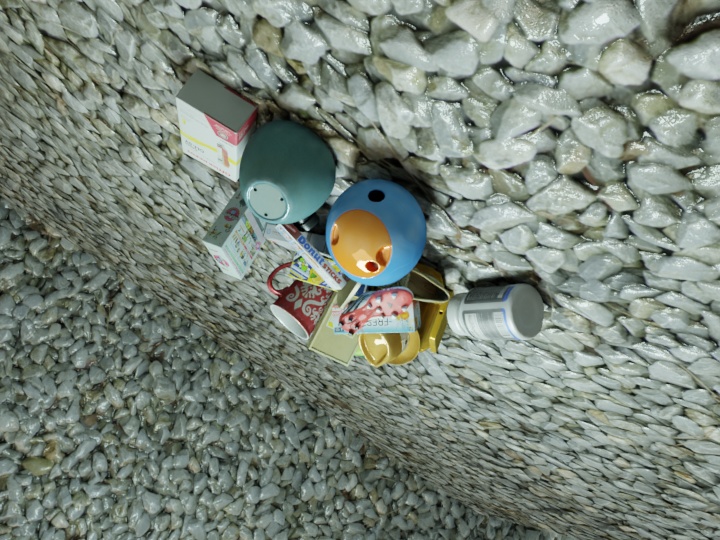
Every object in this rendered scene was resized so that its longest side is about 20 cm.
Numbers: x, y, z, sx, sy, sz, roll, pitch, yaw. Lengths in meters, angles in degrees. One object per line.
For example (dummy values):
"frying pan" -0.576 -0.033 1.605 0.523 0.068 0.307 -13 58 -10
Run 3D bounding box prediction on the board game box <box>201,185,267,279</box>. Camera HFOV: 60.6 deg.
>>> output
"board game box" -0.284 -0.104 1.500 0.063 0.203 0.149 19 155 21

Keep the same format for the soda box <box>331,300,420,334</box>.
"soda box" 0.036 0.102 1.391 0.195 0.070 0.063 -3 -173 20

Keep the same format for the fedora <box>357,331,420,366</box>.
"fedora" 0.048 0.166 1.485 0.197 0.082 0.204 21 133 23

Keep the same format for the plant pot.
"plant pot" -0.160 -0.171 1.214 0.195 0.136 0.204 10 130 12

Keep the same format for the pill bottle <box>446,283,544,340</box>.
"pill bottle" 0.286 0.092 1.333 0.113 0.115 0.198 41 155 -25

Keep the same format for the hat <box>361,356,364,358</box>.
"hat" 0.061 0.169 1.873 0.163 0.181 0.198 10 -172 33

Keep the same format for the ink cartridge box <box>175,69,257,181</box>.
"ink cartridge box" -0.298 -0.294 1.287 0.143 0.084 0.200 30 157 0

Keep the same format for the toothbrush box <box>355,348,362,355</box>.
"toothbrush box" 0.070 0.179 1.669 0.197 0.088 0.144 -16 162 37

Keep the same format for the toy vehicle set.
"toy vehicle set" -0.040 0.133 1.592 0.123 0.203 0.026 27 -177 -22

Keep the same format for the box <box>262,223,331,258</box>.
"box" -0.121 -0.062 1.531 0.196 0.042 0.155 13 173 34

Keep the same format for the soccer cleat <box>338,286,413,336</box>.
"soccer cleat" 0.032 0.070 1.293 0.198 0.086 0.069 -31 113 36

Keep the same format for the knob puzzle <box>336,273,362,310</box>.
"knob puzzle" 0.000 0.000 1.378 0.030 0.224 0.219 27 158 -13

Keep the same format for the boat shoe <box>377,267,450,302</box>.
"boat shoe" 0.107 0.023 1.317 0.196 0.075 0.062 15 -174 -31

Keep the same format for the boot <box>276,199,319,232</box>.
"boot" -0.183 -0.177 1.404 0.170 0.076 0.199 56 164 -23

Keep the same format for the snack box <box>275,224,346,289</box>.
"snack box" -0.113 -0.036 1.389 0.200 0.024 0.072 47 166 -10

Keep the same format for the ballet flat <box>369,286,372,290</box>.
"ballet flat" 0.038 0.092 1.664 0.200 0.068 0.068 44 -168 -30

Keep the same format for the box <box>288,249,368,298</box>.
"box" -0.075 0.010 1.517 0.195 0.072 0.064 17 179 -5

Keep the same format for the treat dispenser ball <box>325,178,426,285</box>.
"treat dispenser ball" 0.030 -0.073 1.194 0.197 0.203 0.202 24 156 11

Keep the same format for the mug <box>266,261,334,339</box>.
"mug" -0.135 0.048 1.616 0.132 0.201 0.179 18 149 44

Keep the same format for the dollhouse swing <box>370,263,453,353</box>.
"dollhouse swing" 0.103 0.079 1.473 0.196 0.186 0.176 20 175 22
